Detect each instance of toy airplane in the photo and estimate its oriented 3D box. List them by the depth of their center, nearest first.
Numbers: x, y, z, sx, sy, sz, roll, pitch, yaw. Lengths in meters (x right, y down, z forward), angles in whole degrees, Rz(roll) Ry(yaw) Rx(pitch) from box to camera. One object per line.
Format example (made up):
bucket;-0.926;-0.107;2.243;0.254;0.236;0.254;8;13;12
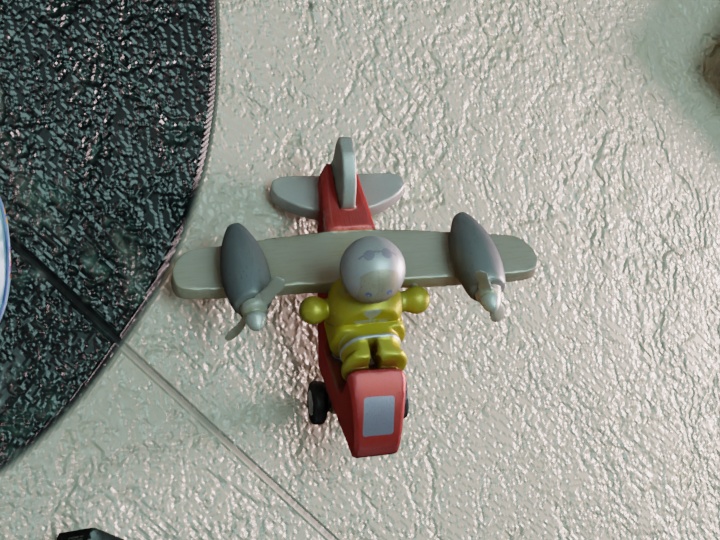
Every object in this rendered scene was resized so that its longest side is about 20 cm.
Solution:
toy airplane;0.000;0.000;1.301;0.199;0.141;0.200;41;71;2

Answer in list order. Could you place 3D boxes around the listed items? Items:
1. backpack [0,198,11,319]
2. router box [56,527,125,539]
backpack;-0.289;-0.003;1.104;0.199;0.134;0.184;3;78;-38
router box;-0.122;0.273;1.204;0.199;0.052;0.159;27;65;-28
